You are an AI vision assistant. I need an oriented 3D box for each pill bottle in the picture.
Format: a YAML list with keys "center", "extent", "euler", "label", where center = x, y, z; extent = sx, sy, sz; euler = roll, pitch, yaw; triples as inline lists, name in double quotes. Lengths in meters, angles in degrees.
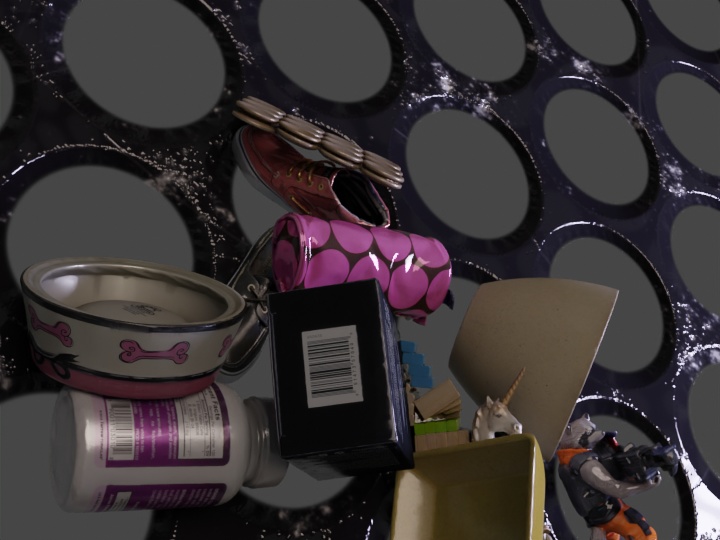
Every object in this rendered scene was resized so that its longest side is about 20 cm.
- center: [-0.167, 0.155, 0.925]
  extent: [0.198, 0.112, 0.113]
  euler: [5, 62, -29]
  label: "pill bottle"

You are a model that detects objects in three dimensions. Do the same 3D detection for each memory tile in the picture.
- center: [-0.044, -0.142, 1.148]
  extent: [0.198, 0.017, 0.153]
  euler: [25, 11, -6]
  label: "memory tile"

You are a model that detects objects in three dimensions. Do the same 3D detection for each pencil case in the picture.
- center: [0.000, 0.000, 1.067]
  extent: [0.198, 0.091, 0.095]
  euler: [10, 104, -31]
  label: "pencil case"

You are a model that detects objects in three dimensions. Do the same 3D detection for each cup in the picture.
- center: [0.180, 0.088, 1.139]
  extent: [0.142, 0.201, 0.201]
  euler: [23, 51, 12]
  label: "cup"

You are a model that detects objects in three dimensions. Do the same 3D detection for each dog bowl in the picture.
- center: [-0.205, 0.050, 0.924]
  extent: [0.198, 0.200, 0.075]
  euler: [3, 105, -29]
  label: "dog bowl"

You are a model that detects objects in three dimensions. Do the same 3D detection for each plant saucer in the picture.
- center: [0.102, 0.265, 0.960]
  extent: [0.048, 0.199, 0.202]
  euler: [21, 64, -30]
  label: "plant saucer"

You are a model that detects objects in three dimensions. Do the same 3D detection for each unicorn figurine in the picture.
- center: [0.151, 0.222, 1.049]
  extent: [0.073, 0.201, 0.138]
  euler: [-13, 46, -13]
  label: "unicorn figurine"

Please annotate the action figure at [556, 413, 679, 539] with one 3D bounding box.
- center: [0.269, 0.245, 1.101]
  extent: [0.104, 0.200, 0.195]
  euler: [-16, 72, -15]
  label: "action figure"

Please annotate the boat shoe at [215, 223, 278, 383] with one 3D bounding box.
- center: [-0.108, 0.023, 1.066]
  extent: [0.068, 0.057, 0.201]
  euler: [31, 53, -13]
  label: "boat shoe"

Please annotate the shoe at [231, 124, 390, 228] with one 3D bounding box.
- center: [-0.053, -0.101, 1.144]
  extent: [0.200, 0.091, 0.071]
  euler: [48, 51, 0]
  label: "shoe"

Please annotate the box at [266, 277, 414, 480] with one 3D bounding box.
- center: [-0.014, 0.109, 0.967]
  extent: [0.103, 0.200, 0.150]
  euler: [-8, 71, 5]
  label: "box"

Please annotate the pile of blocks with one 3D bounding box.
- center: [0.061, 0.129, 1.100]
  extent: [0.082, 0.062, 0.201]
  euler: [-30, 83, 7]
  label: "pile of blocks"
